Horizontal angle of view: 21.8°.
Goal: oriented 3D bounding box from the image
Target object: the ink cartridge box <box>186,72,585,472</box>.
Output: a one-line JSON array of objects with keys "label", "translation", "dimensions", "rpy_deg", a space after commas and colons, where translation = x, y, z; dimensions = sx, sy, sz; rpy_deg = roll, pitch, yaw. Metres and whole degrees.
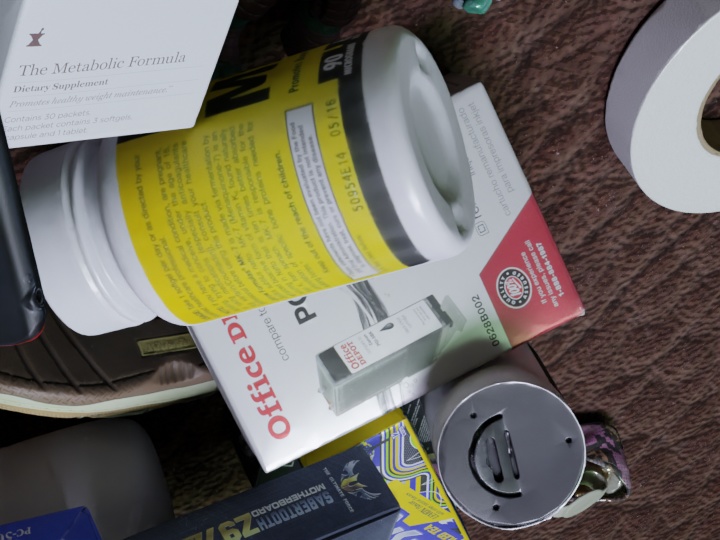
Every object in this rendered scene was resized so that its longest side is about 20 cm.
[{"label": "ink cartridge box", "translation": [0.000, 0.000, 1.031], "dimensions": [0.200, 0.083, 0.147], "rpy_deg": [-27, 102, -4]}]

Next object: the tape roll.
[{"label": "tape roll", "translation": [0.246, -0.120, 1.151], "dimensions": [0.202, 0.037, 0.203], "rpy_deg": [-18, 141, -16]}]

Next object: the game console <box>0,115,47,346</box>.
[{"label": "game console", "translation": [-0.233, -0.056, 0.792], "dimensions": [0.176, 0.031, 0.201], "rpy_deg": [-1, 115, 18]}]

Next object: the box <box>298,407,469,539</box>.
[{"label": "box", "translation": [0.012, 0.133, 1.179], "dimensions": [0.070, 0.064, 0.200], "rpy_deg": [-28, 144, -1]}]

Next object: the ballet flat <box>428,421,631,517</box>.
[{"label": "ballet flat", "translation": [0.118, 0.147, 1.344], "dimensions": [0.199, 0.071, 0.069], "rpy_deg": [1, 134, -34]}]

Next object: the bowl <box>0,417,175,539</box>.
[{"label": "bowl", "translation": [-0.194, 0.198, 1.117], "dimensions": [0.199, 0.075, 0.200], "rpy_deg": [-21, 137, -17]}]

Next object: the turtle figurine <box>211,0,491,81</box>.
[{"label": "turtle figurine", "translation": [-0.006, -0.161, 0.888], "dimensions": [0.149, 0.101, 0.200], "rpy_deg": [13, 143, -24]}]

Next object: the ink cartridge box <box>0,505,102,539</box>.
[{"label": "ink cartridge box", "translation": [-0.195, 0.225, 1.052], "dimensions": [0.094, 0.044, 0.200], "rpy_deg": [-11, 133, -23]}]

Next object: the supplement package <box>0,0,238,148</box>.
[{"label": "supplement package", "translation": [-0.113, -0.165, 0.791], "dimensions": [0.113, 0.110, 0.200], "rpy_deg": [-11, 140, -36]}]

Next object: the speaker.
[{"label": "speaker", "translation": [0.077, 0.084, 1.070], "dimensions": [0.081, 0.081, 0.200], "rpy_deg": [-32, -174, 3]}]

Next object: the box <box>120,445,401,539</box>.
[{"label": "box", "translation": [-0.070, 0.197, 1.083], "dimensions": [0.157, 0.051, 0.200], "rpy_deg": [-19, 149, -27]}]

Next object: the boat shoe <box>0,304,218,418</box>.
[{"label": "boat shoe", "translation": [-0.148, 0.060, 1.078], "dimensions": [0.199, 0.072, 0.076], "rpy_deg": [1, 149, -32]}]

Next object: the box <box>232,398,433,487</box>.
[{"label": "box", "translation": [0.013, 0.048, 1.184], "dimensions": [0.160, 0.044, 0.200], "rpy_deg": [-10, 138, -24]}]

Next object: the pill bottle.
[{"label": "pill bottle", "translation": [-0.055, -0.038, 0.902], "dimensions": [0.199, 0.115, 0.114], "rpy_deg": [-15, 146, 17]}]
